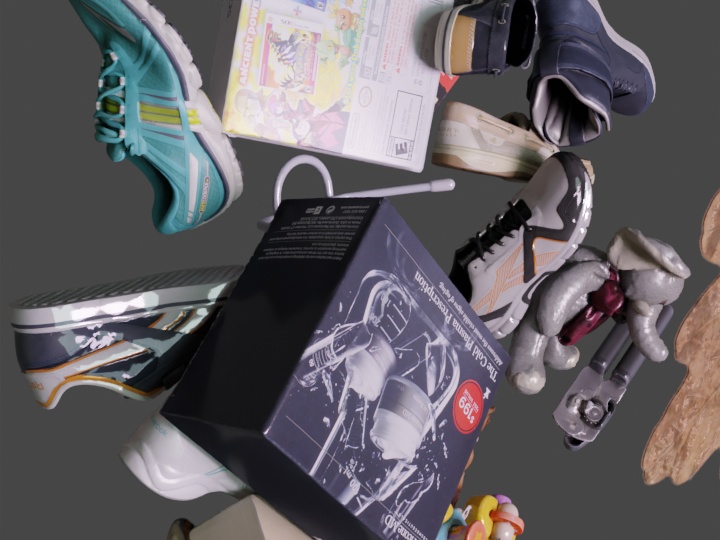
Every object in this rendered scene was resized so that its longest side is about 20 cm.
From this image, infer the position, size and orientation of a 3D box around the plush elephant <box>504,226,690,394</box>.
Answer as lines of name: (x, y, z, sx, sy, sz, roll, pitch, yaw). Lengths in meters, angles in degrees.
plush elephant: (0.242, 0.024, 0.973, 0.165, 0.154, 0.201, 5, 92, -65)

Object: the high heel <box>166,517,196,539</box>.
high heel: (-0.090, 0.264, 0.821, 0.142, 0.071, 0.201, -30, 114, -47)

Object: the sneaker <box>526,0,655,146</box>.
sneaker: (0.223, -0.165, 0.958, 0.202, 0.077, 0.147, 32, 53, -43)

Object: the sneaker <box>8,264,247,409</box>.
sneaker: (-0.144, 0.044, 0.714, 0.199, 0.078, 0.080, -10, 101, -28)

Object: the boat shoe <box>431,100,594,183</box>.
boat shoe: (0.152, -0.117, 0.946, 0.199, 0.072, 0.065, 5, 95, -37)

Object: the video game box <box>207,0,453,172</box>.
video game box: (-0.018, -0.188, 0.776, 0.182, 0.047, 0.201, 8, 96, -34)

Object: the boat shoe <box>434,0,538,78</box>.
boat shoe: (0.120, -0.201, 0.844, 0.200, 0.062, 0.075, -42, 139, -59)

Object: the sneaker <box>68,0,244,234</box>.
sneaker: (-0.148, -0.113, 0.683, 0.080, 0.077, 0.200, -36, 121, -20)

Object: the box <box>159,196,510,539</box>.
box: (-0.006, 0.080, 0.709, 0.200, 0.104, 0.183, 49, 58, -38)

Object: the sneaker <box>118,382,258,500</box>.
sneaker: (-0.087, 0.128, 0.751, 0.080, 0.070, 0.200, -56, 150, 6)

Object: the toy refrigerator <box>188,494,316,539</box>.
toy refrigerator: (-0.046, 0.237, 0.796, 0.070, 0.076, 0.200, -33, 150, 17)

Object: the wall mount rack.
wall mount rack: (0.000, 0.000, 0.832, 0.173, 0.074, 0.201, -21, 113, -39)

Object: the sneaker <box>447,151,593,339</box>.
sneaker: (0.136, -0.021, 0.907, 0.080, 0.074, 0.200, 13, 120, -29)

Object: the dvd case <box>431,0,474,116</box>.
dvd case: (0.068, -0.250, 0.877, 0.200, 0.022, 0.146, -55, 128, -17)

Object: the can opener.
can opener: (0.282, 0.114, 1.129, 0.200, 0.053, 0.067, -49, 158, -23)

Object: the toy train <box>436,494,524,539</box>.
toy train: (0.120, 0.282, 0.932, 0.200, 0.055, 0.151, 17, 65, -46)

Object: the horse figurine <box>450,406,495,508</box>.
horse figurine: (0.053, 0.169, 0.929, 0.200, 0.050, 0.133, 25, 89, -44)
